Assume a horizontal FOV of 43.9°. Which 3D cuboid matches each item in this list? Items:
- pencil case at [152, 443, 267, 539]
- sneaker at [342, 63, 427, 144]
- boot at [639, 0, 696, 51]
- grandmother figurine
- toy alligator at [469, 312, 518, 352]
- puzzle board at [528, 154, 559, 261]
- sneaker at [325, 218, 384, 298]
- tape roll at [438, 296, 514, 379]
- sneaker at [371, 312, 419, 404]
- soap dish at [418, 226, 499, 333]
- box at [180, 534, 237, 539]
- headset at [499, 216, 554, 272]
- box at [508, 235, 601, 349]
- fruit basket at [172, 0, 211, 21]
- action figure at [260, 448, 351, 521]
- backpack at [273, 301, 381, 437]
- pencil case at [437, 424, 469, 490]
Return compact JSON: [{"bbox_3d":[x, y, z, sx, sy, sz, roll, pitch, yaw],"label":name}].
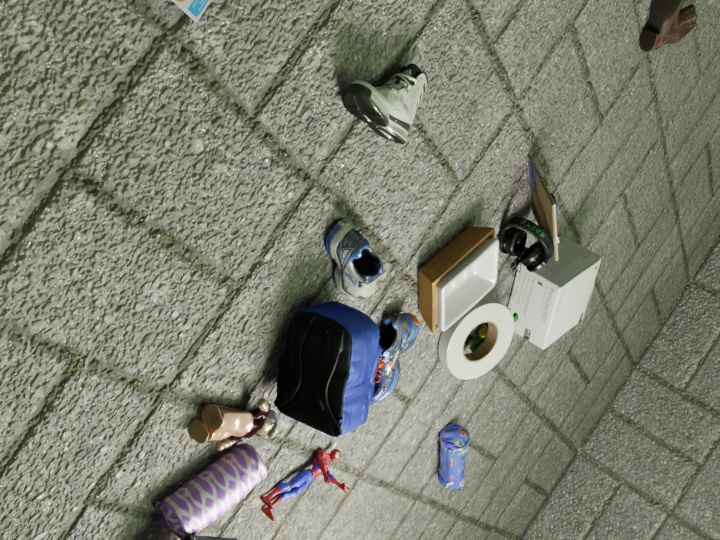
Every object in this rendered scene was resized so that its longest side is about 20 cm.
[{"bbox_3d":[-0.253,0.380,1.534,0.199,0.084,0.085,-31,176,-34],"label":"pencil case"},{"bbox_3d":[0.041,-0.281,1.383,0.116,0.075,0.200,-67,157,-1],"label":"sneaker"},{"bbox_3d":[0.743,-0.605,2.080,0.199,0.064,0.187,-23,148,-39],"label":"boot"},{"bbox_3d":[-0.201,0.259,1.527,0.121,0.061,0.200,-35,157,17],"label":"grandmother figurine"},{"bbox_3d":[0.295,0.163,2.149,0.200,0.054,0.059,-42,131,-8],"label":"toy alligator"},{"bbox_3d":[0.403,-0.136,1.952,0.017,0.152,0.201,-17,143,2],"label":"puzzle board"},{"bbox_3d":[0.000,0.000,1.546,0.077,0.085,0.200,-48,149,-15],"label":"sneaker"},{"bbox_3d":[0.269,0.156,2.064,0.201,0.037,0.204,-17,123,-28],"label":"tape roll"},{"bbox_3d":[0.043,0.172,1.790,0.078,0.075,0.201,18,94,-49],"label":"sneaker"},{"bbox_3d":[0.200,0.014,1.848,0.200,0.081,0.158,-40,145,-28],"label":"soap dish"},{"bbox_3d":[-0.320,0.515,1.524,0.199,0.036,0.143,-36,151,12],"label":"box"},{"bbox_3d":[0.373,-0.058,2.004,0.094,0.123,0.200,-49,167,-23],"label":"headset"},{"bbox_3d":[0.479,0.052,2.232,0.199,0.130,0.200,-28,138,-39],"label":"box"},{"bbox_3d":[-0.171,-0.384,0.953,0.186,0.093,0.200,-58,153,0],"label":"fruit basket"},{"bbox_3d":[-0.095,0.436,1.797,0.200,0.099,0.066,-37,145,-34],"label":"action figure"},{"bbox_3d":[-0.050,0.155,1.551,0.167,0.161,0.202,-22,122,-57],"label":"backpack"},{"bbox_3d":[0.242,0.493,2.338,0.087,0.077,0.201,-60,157,-44],"label":"pencil case"}]
